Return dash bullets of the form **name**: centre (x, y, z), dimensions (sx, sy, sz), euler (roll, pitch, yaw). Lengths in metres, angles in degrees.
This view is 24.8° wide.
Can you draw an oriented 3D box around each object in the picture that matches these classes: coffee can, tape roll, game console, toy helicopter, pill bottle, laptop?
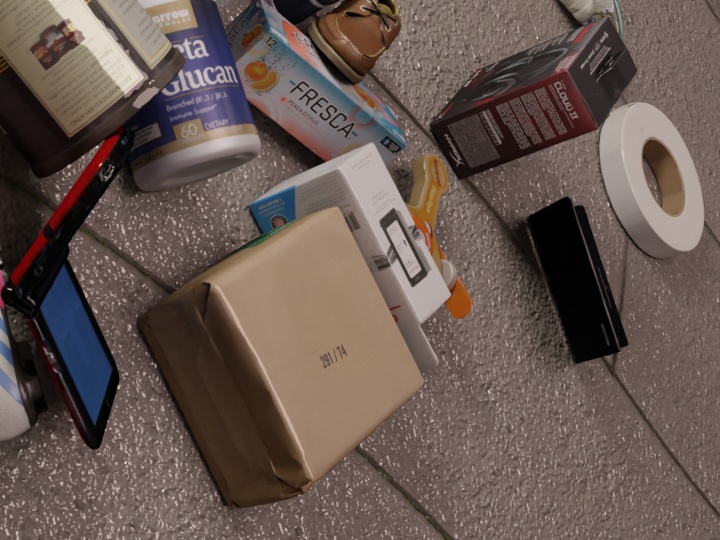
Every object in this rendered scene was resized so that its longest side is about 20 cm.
- **coffee can**: centre (-0.248, -0.192, 1.224), dimensions (0.200, 0.146, 0.147), euler (52, 39, -16)
- **tape roll**: centre (0.374, -0.116, 2.092), dimensions (0.202, 0.037, 0.204), euler (27, 54, -42)
- **game console**: centre (-0.182, 0.005, 1.181), dimensions (0.118, 0.173, 0.200), euler (35, 7, -11)
- **toy helicopter**: centre (0.064, -0.037, 1.625), dimensions (0.132, 0.079, 0.201), euler (47, 38, -28)
- **pill bottle**: centre (-0.163, -0.177, 1.367), dimensions (0.111, 0.111, 0.201), euler (-14, 84, -54)
- **laptop**: centre (0.268, 0.005, 1.841), dimensions (0.200, 0.103, 0.178), euler (-11, 83, -54)

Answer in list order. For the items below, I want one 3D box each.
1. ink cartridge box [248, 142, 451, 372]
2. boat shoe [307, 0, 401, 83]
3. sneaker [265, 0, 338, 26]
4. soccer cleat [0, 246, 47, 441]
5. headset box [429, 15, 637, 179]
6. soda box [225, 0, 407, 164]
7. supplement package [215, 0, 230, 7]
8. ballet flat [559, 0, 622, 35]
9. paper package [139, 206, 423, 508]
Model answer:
- **ink cartridge box**: centre (0.000, 0.000, 1.488), dimensions (0.068, 0.116, 0.201), euler (-39, 106, -51)
- **boat shoe**: centre (-0.001, -0.236, 1.578), dimensions (0.072, 0.068, 0.200), euler (47, 15, -13)
- **sneaker**: centre (-0.037, -0.329, 1.604), dimensions (0.070, 0.108, 0.201), euler (37, 47, -37)
- **soccer cleat**: centre (-0.285, 0.030, 1.150), dimensions (0.086, 0.070, 0.201), euler (-16, 65, -13)
- **headset box**: centre (0.196, -0.189, 1.760), dimensions (0.077, 0.199, 0.149), euler (58, 38, -16)
- **soda box**: centre (-0.047, -0.165, 1.534), dimensions (0.200, 0.068, 0.064), euler (37, 22, -37)
- **supplement package**: centre (-0.129, -0.331, 1.480), dimensions (0.117, 0.117, 0.200), euler (51, 40, -24)
- **ballet flat**: centre (0.273, -0.374, 2.074), dimensions (0.072, 0.072, 0.201), euler (-4, 76, -53)
- **paper package**: centre (-0.064, 0.070, 1.384), dimensions (0.200, 0.103, 0.191), euler (-35, 102, -52)
